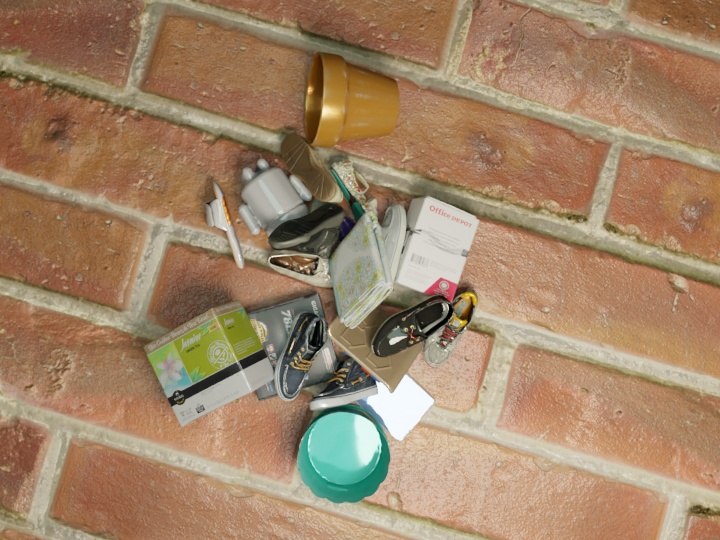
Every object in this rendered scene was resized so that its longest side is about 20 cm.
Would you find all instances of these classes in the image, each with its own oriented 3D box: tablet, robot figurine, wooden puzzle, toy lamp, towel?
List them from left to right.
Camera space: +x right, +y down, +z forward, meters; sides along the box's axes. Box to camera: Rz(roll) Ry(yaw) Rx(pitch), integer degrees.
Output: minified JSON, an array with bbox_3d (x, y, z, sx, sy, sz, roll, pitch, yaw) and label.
[{"bbox_3d":[-0.191,-0.151,1.656,0.169,0.113,0.201,-33,87,-17],"label":"robot figurine"},{"bbox_3d":[0.000,0.000,1.573,0.048,0.171,0.201,12,49,-32],"label":"towel"},{"bbox_3d":[0.006,-0.029,1.680,0.058,0.058,0.201,-31,87,-2],"label":"toy lamp"},{"bbox_3d":[0.028,0.159,1.633,0.200,0.185,0.046,44,128,-1],"label":"wooden puzzle"},{"bbox_3d":[0.060,0.281,1.688,0.200,0.014,0.130,42,88,2],"label":"tablet"}]

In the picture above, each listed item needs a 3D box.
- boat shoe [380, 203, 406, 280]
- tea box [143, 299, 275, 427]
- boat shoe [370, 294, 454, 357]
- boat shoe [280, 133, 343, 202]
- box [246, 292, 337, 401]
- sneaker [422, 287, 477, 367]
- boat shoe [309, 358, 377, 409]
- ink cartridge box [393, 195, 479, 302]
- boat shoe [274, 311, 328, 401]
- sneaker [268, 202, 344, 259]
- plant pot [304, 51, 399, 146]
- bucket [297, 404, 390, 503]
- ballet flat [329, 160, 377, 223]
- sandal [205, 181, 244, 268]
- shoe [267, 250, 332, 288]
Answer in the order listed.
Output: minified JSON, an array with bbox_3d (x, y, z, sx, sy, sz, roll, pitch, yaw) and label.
[{"bbox_3d":[0.051,-0.063,1.627,0.071,0.070,0.203,19,69,-22],"label":"boat shoe"},{"bbox_3d":[-0.326,0.199,1.603,0.199,0.133,0.198,-29,86,18],"label":"tea box"},{"bbox_3d":[0.111,0.121,1.574,0.200,0.063,0.074,-32,107,-11],"label":"boat shoe"},{"bbox_3d":[-0.112,-0.227,1.668,0.073,0.063,0.201,-41,68,16],"label":"boat shoe"},{"bbox_3d":[-0.163,0.172,1.675,0.197,0.050,0.202,-15,88,0],"label":"box"},{"bbox_3d":[0.201,0.126,1.661,0.077,0.082,0.201,27,88,1],"label":"sneaker"},{"bbox_3d":[-0.044,0.243,1.598,0.070,0.199,0.092,-20,81,38],"label":"boat shoe"},{"bbox_3d":[0.160,-0.048,1.650,0.144,0.083,0.202,21,86,-19],"label":"ink cartridge box"},{"bbox_3d":[-0.129,0.189,1.595,0.070,0.091,0.202,16,85,-29],"label":"boat shoe"},{"bbox_3d":[-0.116,-0.063,1.606,0.076,0.199,0.115,29,130,31],"label":"sneaker"},{"bbox_3d":[-0.017,-0.372,1.640,0.181,0.200,0.203,3,87,-16],"label":"plant pot"},{"bbox_3d":[-0.036,0.399,1.621,0.205,0.135,0.210,0,88,-1],"label":"bucket"},{"bbox_3d":[0.000,-0.166,1.681,0.064,0.076,0.201,-29,91,-17],"label":"ballet flat"},{"bbox_3d":[-0.318,-0.099,1.670,0.059,0.079,0.209,-17,89,-4],"label":"sandal"},{"bbox_3d":[-0.119,-0.004,1.679,0.198,0.053,0.071,12,87,0],"label":"shoe"}]
